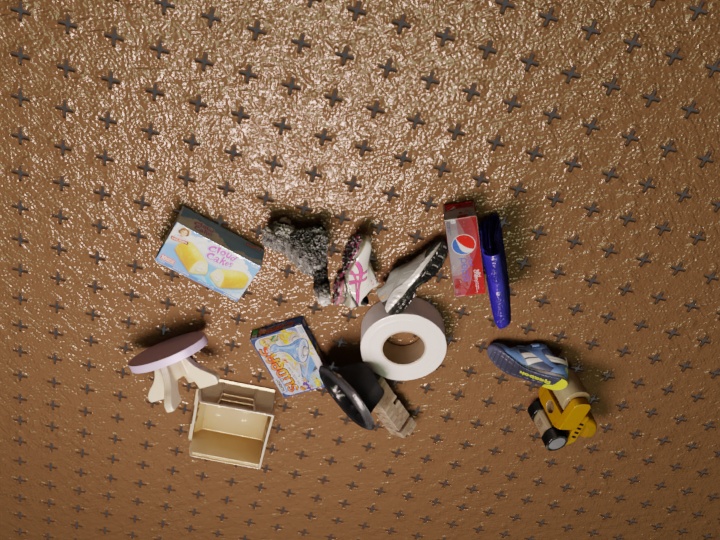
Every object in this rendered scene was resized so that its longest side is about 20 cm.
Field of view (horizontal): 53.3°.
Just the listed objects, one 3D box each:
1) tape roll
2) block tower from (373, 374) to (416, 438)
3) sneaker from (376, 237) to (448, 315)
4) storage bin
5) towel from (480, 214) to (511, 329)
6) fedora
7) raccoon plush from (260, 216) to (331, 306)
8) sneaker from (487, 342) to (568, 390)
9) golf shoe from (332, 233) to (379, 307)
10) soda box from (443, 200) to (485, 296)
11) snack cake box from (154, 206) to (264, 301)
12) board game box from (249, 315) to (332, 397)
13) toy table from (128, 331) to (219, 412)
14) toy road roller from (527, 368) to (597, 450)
[{"bbox_3d":[0.098,0.159,1.659,0.200,0.071,0.204,0,126,0],"label":"tape roll"},{"bbox_3d":[0.065,0.336,1.781,0.058,0.054,0.201,4,137,49],"label":"block tower"},{"bbox_3d":[0.109,0.002,1.547,0.200,0.079,0.074,-47,153,13],"label":"sneaker"},{"bbox_3d":[-0.327,0.383,1.810,0.197,0.094,0.201,12,125,-8],"label":"storage bin"},{"bbox_3d":[0.280,0.004,1.500,0.049,0.148,0.201,-5,126,15],"label":"towel"},{"bbox_3d":[-0.008,0.273,1.662,0.091,0.200,0.202,-37,124,-18],"label":"fedora"},{"bbox_3d":[-0.134,-0.025,1.468,0.133,0.201,0.097,-2,140,-13],"label":"raccoon plush"},{"bbox_3d":[0.397,0.211,1.695,0.198,0.083,0.074,22,149,7],"label":"sneaker"},{"bbox_3d":[0.000,0.000,1.552,0.091,0.073,0.201,8,135,-11],"label":"golf shoe"},{"bbox_3d":[0.221,-0.044,1.517,0.069,0.064,0.201,-7,125,8],"label":"soda box"},{"bbox_3d":[-0.319,-0.033,1.533,0.199,0.067,0.115,28,122,-18],"label":"snack cake box"},{"bbox_3d":[-0.162,0.210,1.720,0.134,0.035,0.201,-17,123,13],"label":"board game box"},{"bbox_3d":[-0.428,0.231,1.666,0.198,0.184,0.118,-14,109,25],"label":"toy table"},{"bbox_3d":[0.515,0.338,1.753,0.145,0.123,0.201,4,127,-20],"label":"toy road roller"}]
